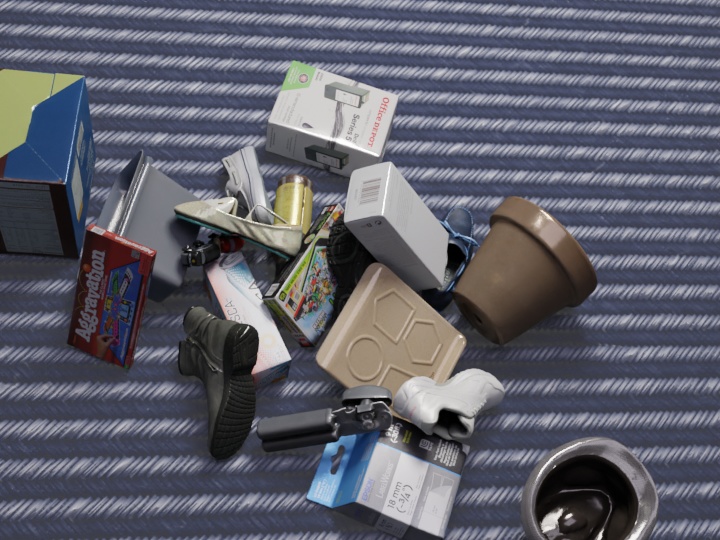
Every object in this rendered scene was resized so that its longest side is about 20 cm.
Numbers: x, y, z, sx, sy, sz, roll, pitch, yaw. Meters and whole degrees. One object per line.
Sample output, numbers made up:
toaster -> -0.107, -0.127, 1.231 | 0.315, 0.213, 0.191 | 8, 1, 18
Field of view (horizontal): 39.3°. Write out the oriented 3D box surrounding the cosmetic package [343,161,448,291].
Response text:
cosmetic package -> 0.058, -0.062, 1.523 | 0.073, 0.200, 0.103 | -9, 53, 29

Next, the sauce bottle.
sauce bottle -> -0.112, -0.056, 1.606 | 0.063, 0.065, 0.203 | 8, 58, -5

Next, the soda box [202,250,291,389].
soda box -> -0.173, 0.076, 1.519 | 0.067, 0.064, 0.202 | -19, 65, -20

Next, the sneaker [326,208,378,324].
sneaker -> 0.000, 0.000, 1.557 | 0.075, 0.090, 0.204 | 1, 90, 35

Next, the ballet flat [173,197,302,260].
ballet flat -> -0.180, -0.077, 1.516 | 0.197, 0.067, 0.063 | 21, 91, -8

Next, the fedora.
fedora -> 0.316, 0.342, 1.432 | 0.199, 0.091, 0.177 | -36, 70, -19

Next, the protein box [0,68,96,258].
protein box -> -0.484, -0.157, 1.520 | 0.132, 0.201, 0.202 | 4, 59, -7

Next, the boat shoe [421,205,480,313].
boat shoe -> 0.153, -0.025, 1.632 | 0.083, 0.069, 0.203 | 13, 58, -2

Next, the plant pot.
plant pot -> 0.238, 0.015, 1.570 | 0.174, 0.201, 0.200 | -42, 73, -10

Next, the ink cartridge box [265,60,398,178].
ink cartridge box -> -0.047, -0.252, 1.721 | 0.197, 0.084, 0.147 | 17, 58, 1

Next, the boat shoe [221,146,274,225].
boat shoe -> -0.184, -0.125, 1.620 | 0.066, 0.074, 0.201 | -18, 35, -1

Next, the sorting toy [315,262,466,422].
sorting toy -> 0.046, 0.119, 1.504 | 0.199, 0.036, 0.187 | 39, 67, -18

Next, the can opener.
can opener -> -0.049, 0.210, 1.438 | 0.196, 0.054, 0.067 | -10, 37, 10

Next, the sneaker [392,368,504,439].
sneaker -> 0.143, 0.205, 1.461 | 0.197, 0.079, 0.100 | -5, 38, -36

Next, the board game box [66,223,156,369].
board game box -> -0.356, 0.040, 1.436 | 0.101, 0.203, 0.020 | 22, 30, 5

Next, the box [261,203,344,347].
box -> -0.062, 0.006, 1.560 | 0.110, 0.034, 0.201 | 51, 55, -29

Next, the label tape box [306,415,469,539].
label tape box -> 0.040, 0.288, 1.432 | 0.197, 0.064, 0.146 | 21, 58, 2

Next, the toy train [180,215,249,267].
toy train -> -0.204, -0.046, 1.555 | 0.045, 0.035, 0.199 | 7, 22, 27

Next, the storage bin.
storage bin -> -0.328, -0.051, 1.537 | 0.133, 0.145, 0.203 | 30, 54, -24

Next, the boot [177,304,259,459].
boot -> -0.213, 0.159, 1.457 | 0.129, 0.067, 0.204 | 11, 94, 40
